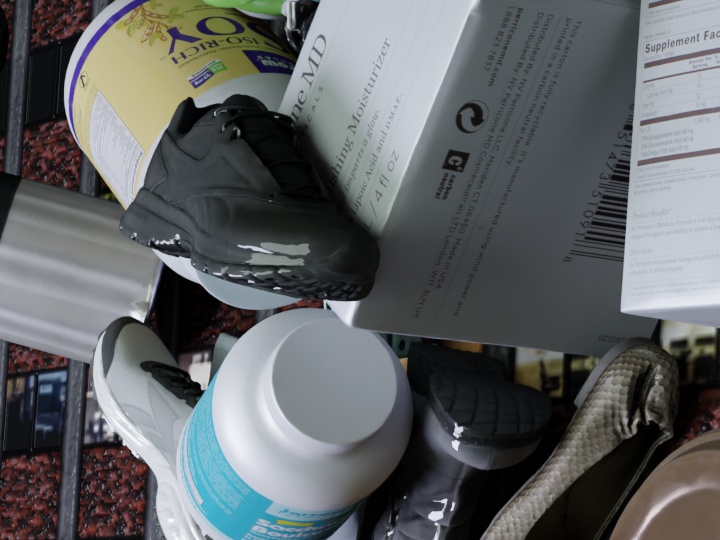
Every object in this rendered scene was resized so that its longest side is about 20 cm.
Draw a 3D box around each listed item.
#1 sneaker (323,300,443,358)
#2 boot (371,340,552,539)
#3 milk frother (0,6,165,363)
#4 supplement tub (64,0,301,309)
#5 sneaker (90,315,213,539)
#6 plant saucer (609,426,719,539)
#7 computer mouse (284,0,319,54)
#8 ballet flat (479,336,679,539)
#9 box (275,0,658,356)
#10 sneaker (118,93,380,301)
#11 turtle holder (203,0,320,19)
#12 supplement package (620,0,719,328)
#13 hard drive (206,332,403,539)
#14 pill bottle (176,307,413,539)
[{"bbox_3d":[0.000,0.000,1.563,0.073,0.200,0.119,-4,80,16],"label":"sneaker"},{"bbox_3d":[0.053,0.121,1.512,0.200,0.069,0.132,-113,35,-82],"label":"boot"},{"bbox_3d":[-0.213,-0.057,1.845,0.181,0.187,0.201,-82,8,-59],"label":"milk frother"},{"bbox_3d":[-0.089,-0.080,1.722,0.200,0.145,0.146,50,123,48],"label":"supplement tub"},{"bbox_3d":[-0.104,0.098,1.721,0.079,0.074,0.200,-52,49,23],"label":"sneaker"},{"bbox_3d":[0.179,0.175,1.375,0.200,0.029,0.201,-20,65,52],"label":"plant saucer"},{"bbox_3d":[0.026,-0.212,1.610,0.053,0.138,0.201,35,105,26],"label":"computer mouse"},{"bbox_3d":[0.115,0.126,1.455,0.046,0.067,0.201,46,116,39],"label":"ballet flat"},{"bbox_3d":[0.077,-0.076,1.428,0.131,0.199,0.200,47,122,49],"label":"box"},{"bbox_3d":[-0.055,-0.039,1.378,0.200,0.076,0.091,22,97,52],"label":"sneaker"},{"bbox_3d":[-0.034,-0.244,1.692,0.141,0.131,0.186,36,111,54],"label":"turtle holder"},{"bbox_3d":[0.205,-0.074,1.318,0.109,0.113,0.201,-6,78,56],"label":"supplement package"},{"bbox_3d":[-0.040,0.125,1.703,0.200,0.033,0.140,16,96,56],"label":"hard drive"},{"bbox_3d":[-0.035,0.088,1.524,0.200,0.110,0.111,124,144,-69],"label":"pill bottle"}]
